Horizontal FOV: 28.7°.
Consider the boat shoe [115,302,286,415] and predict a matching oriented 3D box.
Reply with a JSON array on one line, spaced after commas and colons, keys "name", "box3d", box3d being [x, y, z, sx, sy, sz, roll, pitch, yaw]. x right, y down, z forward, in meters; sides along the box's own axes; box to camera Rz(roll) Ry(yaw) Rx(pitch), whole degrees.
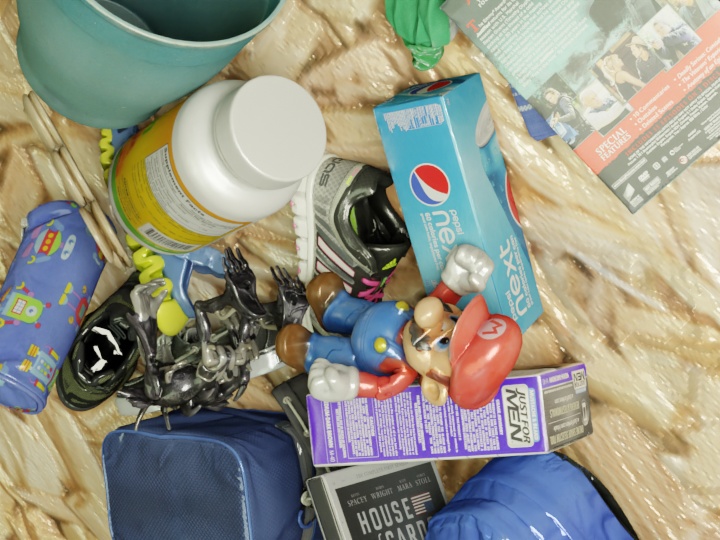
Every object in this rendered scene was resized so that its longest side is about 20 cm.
[{"name": "boat shoe", "box3d": [-0.150, 0.079, 1.277, 0.199, 0.074, 0.068, -20, 94, 35]}]

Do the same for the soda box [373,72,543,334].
[{"name": "soda box", "box3d": [0.077, -0.044, 1.078, 0.064, 0.068, 0.200, -6, 108, 33]}]

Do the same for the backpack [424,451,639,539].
[{"name": "backpack", "box3d": [0.142, 0.247, 1.088, 0.200, 0.168, 0.162, 57, 151, -3]}]

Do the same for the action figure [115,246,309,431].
[{"name": "action figure", "box3d": [-0.129, 0.056, 1.168, 0.200, 0.119, 0.102, -40, 52, 38]}]

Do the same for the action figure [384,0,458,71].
[{"name": "action figure", "box3d": [0.047, -0.232, 1.009, 0.118, 0.055, 0.200, 36, 141, 35]}]

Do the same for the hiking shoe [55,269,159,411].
[{"name": "hiking shoe", "box3d": [-0.248, 0.076, 1.316, 0.076, 0.101, 0.200, 42, 128, 2]}]

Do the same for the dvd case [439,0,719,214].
[{"name": "dvd case", "box3d": [0.171, -0.157, 0.957, 0.200, 0.022, 0.146, 46, 116, -1]}]

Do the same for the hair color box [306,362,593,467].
[{"name": "hair color box", "box3d": [0.070, 0.113, 1.111, 0.200, 0.109, 0.065, -6, 89, 27]}]

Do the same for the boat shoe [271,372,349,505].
[{"name": "boat shoe", "box3d": [-0.024, 0.182, 1.210, 0.073, 0.063, 0.200, 106, 148, -75]}]

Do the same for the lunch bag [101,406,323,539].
[{"name": "lunch bag", "box3d": [-0.119, 0.195, 1.276, 0.200, 0.132, 0.136, 3, 101, 34]}]

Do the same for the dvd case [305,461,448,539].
[{"name": "dvd case", "box3d": [0.039, 0.248, 1.124, 0.025, 0.150, 0.200, -25, 78, 35]}]

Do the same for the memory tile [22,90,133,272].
[{"name": "memory tile", "box3d": [-0.235, -0.068, 1.176, 0.154, 0.017, 0.200, 60, 172, -1]}]

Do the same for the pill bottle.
[{"name": "pill bottle", "box3d": [-0.112, -0.085, 1.114, 0.200, 0.111, 0.111, -20, 101, 55]}]

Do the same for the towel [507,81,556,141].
[{"name": "towel", "box3d": [0.151, -0.199, 0.993, 0.145, 0.024, 0.200, -13, 103, 38]}]

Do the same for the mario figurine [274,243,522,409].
[{"name": "mario figurine", "box3d": [0.026, 0.038, 1.030, 0.200, 0.106, 0.124, 6, 90, 39]}]

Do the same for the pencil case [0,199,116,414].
[{"name": "pencil case", "box3d": [-0.290, 0.027, 1.266, 0.087, 0.200, 0.078, 17, 152, -1]}]

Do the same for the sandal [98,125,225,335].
[{"name": "sandal", "box3d": [-0.170, -0.048, 1.238, 0.087, 0.079, 0.200, -22, 90, -4]}]

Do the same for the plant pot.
[{"name": "plant pot", "box3d": [-0.179, -0.212, 1.095, 0.200, 0.200, 0.188, 51, 144, 2]}]

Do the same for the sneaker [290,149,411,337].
[{"name": "sneaker", "box3d": [0.000, 0.000, 1.143, 0.087, 0.074, 0.200, 5, 109, 37]}]
